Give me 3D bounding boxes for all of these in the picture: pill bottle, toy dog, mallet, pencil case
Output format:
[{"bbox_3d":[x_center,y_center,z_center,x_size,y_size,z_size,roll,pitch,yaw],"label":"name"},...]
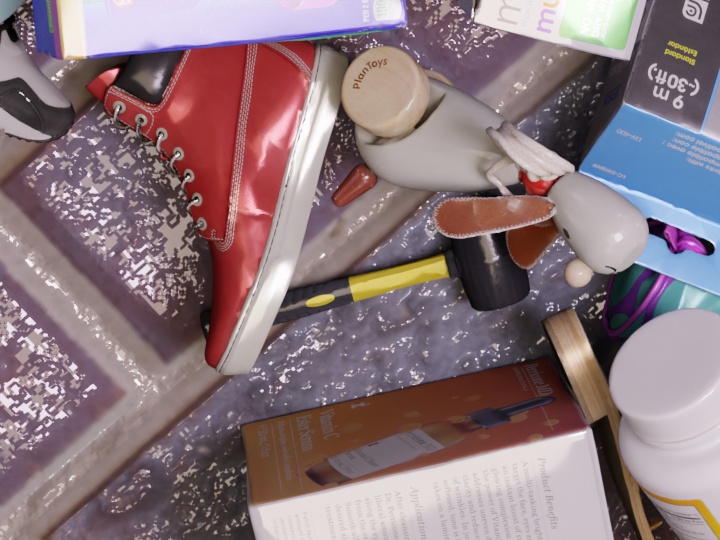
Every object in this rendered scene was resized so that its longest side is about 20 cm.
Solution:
[{"bbox_3d":[0.220,0.113,1.454,0.109,0.109,0.200,-35,127,4],"label":"pill bottle"},{"bbox_3d":[0.057,-0.045,1.430,0.132,0.200,0.097,27,98,-44],"label":"toy dog"},{"bbox_3d":[0.000,0.000,1.519,0.199,0.041,0.066,-8,105,1],"label":"mallet"},{"bbox_3d":[0.245,0.046,1.522,0.199,0.085,0.093,27,134,-10],"label":"pencil case"}]

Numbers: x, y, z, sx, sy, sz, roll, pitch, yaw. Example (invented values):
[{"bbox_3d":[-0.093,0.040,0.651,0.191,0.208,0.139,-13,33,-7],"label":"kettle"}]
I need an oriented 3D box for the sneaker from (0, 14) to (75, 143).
[{"bbox_3d":[-0.231,-0.154,1.437,0.080,0.074,0.200,-44,104,5],"label":"sneaker"}]

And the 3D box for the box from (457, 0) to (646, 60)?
[{"bbox_3d":[0.116,-0.235,1.392,0.096,0.177,0.201,13,103,-8],"label":"box"}]

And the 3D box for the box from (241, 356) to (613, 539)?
[{"bbox_3d":[0.038,0.140,1.496,0.199,0.152,0.107,-13,104,-2],"label":"box"}]

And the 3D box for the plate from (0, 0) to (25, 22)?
[{"bbox_3d":[-0.257,-0.218,1.393,0.199,0.026,0.201,5,77,-21],"label":"plate"}]

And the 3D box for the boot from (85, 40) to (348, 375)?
[{"bbox_3d":[-0.099,-0.048,1.470,0.144,0.072,0.201,14,88,-8],"label":"boot"}]

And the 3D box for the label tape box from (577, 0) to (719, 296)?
[{"bbox_3d":[0.215,-0.094,1.458,0.144,0.063,0.201,20,77,-10],"label":"label tape box"}]

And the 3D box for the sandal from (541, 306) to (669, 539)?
[{"bbox_3d":[0.177,0.101,1.519,0.069,0.078,0.212,-25,121,2],"label":"sandal"}]

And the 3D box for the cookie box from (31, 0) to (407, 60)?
[{"bbox_3d":[-0.084,-0.210,1.404,0.199,0.075,0.172,-7,98,-16],"label":"cookie box"}]
